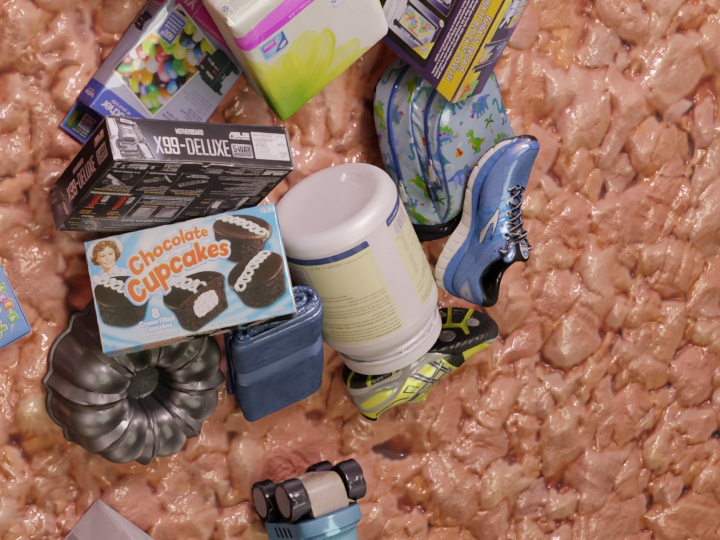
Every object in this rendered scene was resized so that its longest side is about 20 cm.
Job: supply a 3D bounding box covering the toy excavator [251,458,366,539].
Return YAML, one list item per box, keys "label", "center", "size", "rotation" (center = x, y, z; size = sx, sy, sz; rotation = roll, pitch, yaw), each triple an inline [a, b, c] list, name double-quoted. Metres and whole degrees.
- label: "toy excavator"
  center: [-0.056, 0.332, 1.910]
  size: [0.099, 0.194, 0.202]
  rotation: [-14, 89, -27]

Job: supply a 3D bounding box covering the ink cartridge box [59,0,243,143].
- label: "ink cartridge box"
  center: [-0.197, -0.191, 1.644]
  size: [0.119, 0.042, 0.200]
  rotation: [38, 89, -37]

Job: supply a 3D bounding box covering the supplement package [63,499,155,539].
- label: "supplement package"
  center: [-0.241, 0.369, 1.804]
  size: [0.121, 0.120, 0.200]
  rotation: [-50, 127, -6]

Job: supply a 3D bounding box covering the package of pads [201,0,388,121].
- label: "package of pads"
  center: [-0.059, -0.256, 1.604]
  size: [0.154, 0.068, 0.200]
  rotation: [-40, 156, -6]

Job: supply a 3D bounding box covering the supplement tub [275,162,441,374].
- label: "supplement tub"
  center: [0.000, 0.000, 1.785]
  size: [0.145, 0.145, 0.201]
  rotation: [-35, 125, -15]

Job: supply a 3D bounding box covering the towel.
- label: "towel"
  center: [-0.093, 0.086, 1.763]
  size: [0.111, 0.049, 0.200]
  rotation: [-22, 151, -13]

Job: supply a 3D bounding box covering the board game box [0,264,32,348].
- label: "board game box"
  center: [-0.438, 0.044, 1.590]
  size: [0.199, 0.037, 0.152]
  rotation: [-30, 124, -18]

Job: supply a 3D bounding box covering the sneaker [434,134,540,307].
- label: "sneaker"
  center: [0.156, -0.051, 1.758]
  size: [0.078, 0.089, 0.201]
  rotation: [-8, 124, -49]

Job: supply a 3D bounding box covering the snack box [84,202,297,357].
- label: "snack box"
  center: [-0.172, 0.010, 1.657]
  size: [0.198, 0.037, 0.117]
  rotation: [-12, 79, -1]

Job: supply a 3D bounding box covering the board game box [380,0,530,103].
- label: "board game box"
  center: [0.092, -0.300, 1.651]
  size: [0.057, 0.165, 0.201]
  rotation: [-25, 152, -46]

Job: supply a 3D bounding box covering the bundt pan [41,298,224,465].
- label: "bundt pan"
  center: [-0.230, 0.120, 1.733]
  size: [0.201, 0.076, 0.203]
  rotation: [-14, 118, -28]

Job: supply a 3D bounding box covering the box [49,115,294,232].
- label: "box"
  center: [-0.188, -0.090, 1.626]
  size: [0.199, 0.158, 0.050]
  rotation: [0, 66, -32]

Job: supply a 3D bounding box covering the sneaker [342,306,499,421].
- label: "sneaker"
  center: [0.072, 0.108, 1.933]
  size: [0.199, 0.075, 0.077]
  rotation: [-22, 129, -11]

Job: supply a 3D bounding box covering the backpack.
- label: "backpack"
  center: [0.093, -0.150, 1.794]
  size: [0.163, 0.153, 0.201]
  rotation: [-35, 112, -25]
